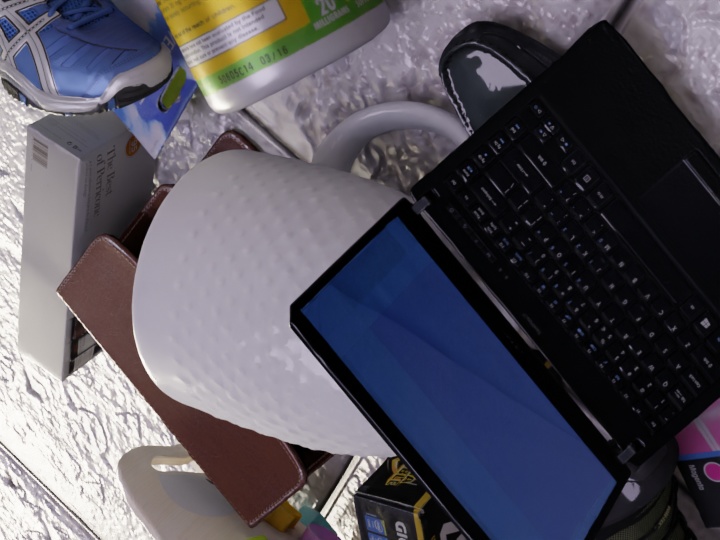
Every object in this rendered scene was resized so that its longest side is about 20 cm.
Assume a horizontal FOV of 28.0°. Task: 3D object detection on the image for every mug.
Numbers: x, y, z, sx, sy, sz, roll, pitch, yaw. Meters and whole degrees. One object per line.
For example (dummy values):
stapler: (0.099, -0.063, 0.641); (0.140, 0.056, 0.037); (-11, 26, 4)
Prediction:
mug: (0.000, 0.000, 0.779); (0.174, 0.202, 0.148); (15, 163, 33)

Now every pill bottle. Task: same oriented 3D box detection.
pill bottle: (-0.074, -0.195, 0.756); (0.110, 0.111, 0.202); (-15, 107, 45)

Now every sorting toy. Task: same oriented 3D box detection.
sorting toy: (-0.082, 0.186, 0.984); (0.180, 0.200, 0.107); (43, 100, 14)

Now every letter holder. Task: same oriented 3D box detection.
letter holder: (-0.073, 0.034, 0.916); (0.201, 0.100, 0.142); (50, 135, 2)

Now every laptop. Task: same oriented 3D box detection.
laptop: (0.097, 0.016, 0.655); (0.199, 0.103, 0.178); (-40, 93, 4)

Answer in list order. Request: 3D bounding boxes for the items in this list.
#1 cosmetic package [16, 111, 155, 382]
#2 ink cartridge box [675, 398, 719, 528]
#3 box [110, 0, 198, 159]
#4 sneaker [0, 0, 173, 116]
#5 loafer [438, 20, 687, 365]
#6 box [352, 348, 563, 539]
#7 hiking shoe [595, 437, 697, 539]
cosmetic package: (-0.186, -0.024, 0.987); (0.050, 0.082, 0.202); (30, 133, 18)
ink cartridge box: (0.244, 0.076, 0.722); (0.198, 0.037, 0.096); (-16, 106, 43)
box: (-0.159, -0.182, 0.883); (0.200, 0.048, 0.122); (47, 138, 5)
sneaker: (-0.192, -0.153, 0.841); (0.198, 0.076, 0.078); (26, 136, 25)
loafer: (0.108, -0.040, 0.732); (0.201, 0.070, 0.068); (51, 135, 2)
box: (0.071, 0.170, 0.838); (0.049, 0.159, 0.203); (11, 123, 35)
hiking shoe: (0.164, 0.151, 0.789); (0.100, 0.076, 0.201); (33, 156, 21)
